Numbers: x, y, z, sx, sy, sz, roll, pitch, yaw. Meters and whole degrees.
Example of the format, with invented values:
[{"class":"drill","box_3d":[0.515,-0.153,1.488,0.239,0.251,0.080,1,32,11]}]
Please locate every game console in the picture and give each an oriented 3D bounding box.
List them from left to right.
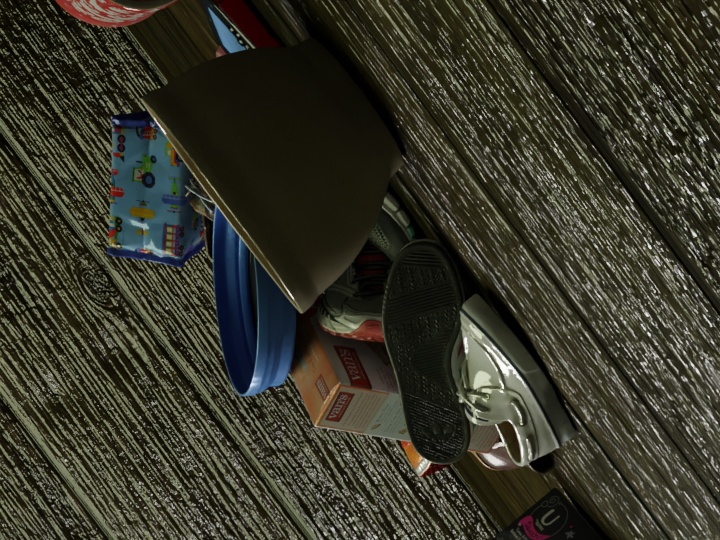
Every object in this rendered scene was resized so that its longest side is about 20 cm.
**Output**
[{"class":"game console","box_3d":[-0.081,-0.178,1.646,0.177,0.031,0.200,53,177,8]}]

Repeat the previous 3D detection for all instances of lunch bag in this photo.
[{"class":"lunch bag","box_3d":[-0.188,-0.103,1.961,0.093,0.152,0.200,9,-165,21]}]

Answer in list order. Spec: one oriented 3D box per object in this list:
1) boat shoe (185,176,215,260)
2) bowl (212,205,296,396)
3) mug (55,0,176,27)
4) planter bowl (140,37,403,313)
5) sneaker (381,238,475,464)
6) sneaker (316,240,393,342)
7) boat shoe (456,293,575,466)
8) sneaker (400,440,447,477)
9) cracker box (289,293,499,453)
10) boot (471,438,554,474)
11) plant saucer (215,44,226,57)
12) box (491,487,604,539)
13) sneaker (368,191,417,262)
[{"class":"boat shoe","box_3d":[-0.139,-0.082,1.851,0.072,0.072,0.201,39,151,36]},{"class":"bowl","box_3d":[-0.098,0.013,1.646,0.200,0.039,0.203,176,90,-75]},{"class":"mug","box_3d":[-0.216,-0.292,1.532,0.178,0.133,0.200,52,173,-16]},{"class":"planter bowl","box_3d":[-0.052,-0.088,1.343,0.201,0.134,0.200,53,177,4]},{"class":"sneaker","box_3d":[0.072,0.052,1.556,0.121,0.083,0.202,-64,-30,-65]},{"class":"sneaker","box_3d":[0.000,0.000,1.630,0.200,0.077,0.083,-102,21,-61]},{"class":"boat shoe","box_3d":[0.115,0.099,1.485,0.071,0.070,0.200,49,175,41]},{"class":"sneaker","box_3d":[0.084,0.144,1.813,0.078,0.073,0.200,60,146,14]},{"class":"cracker box","box_3d":[0.030,0.095,1.665,0.198,0.058,0.134,11,-147,-32]},{"class":"boot","box_3d":[0.119,0.125,1.879,0.201,0.072,0.166,55,164,-10]},{"class":"plant saucer","box_3d":[-0.091,-0.153,1.845,0.201,0.051,0.201,52,176,5]},{"class":"box","box_3d":[0.245,0.358,1.942,0.132,0.114,0.200,54,177,-36]},{"class":"sneaker","box_3d":[-0.036,-0.063,1.567,0.200,0.091,0.078,43,175,-14]}]
